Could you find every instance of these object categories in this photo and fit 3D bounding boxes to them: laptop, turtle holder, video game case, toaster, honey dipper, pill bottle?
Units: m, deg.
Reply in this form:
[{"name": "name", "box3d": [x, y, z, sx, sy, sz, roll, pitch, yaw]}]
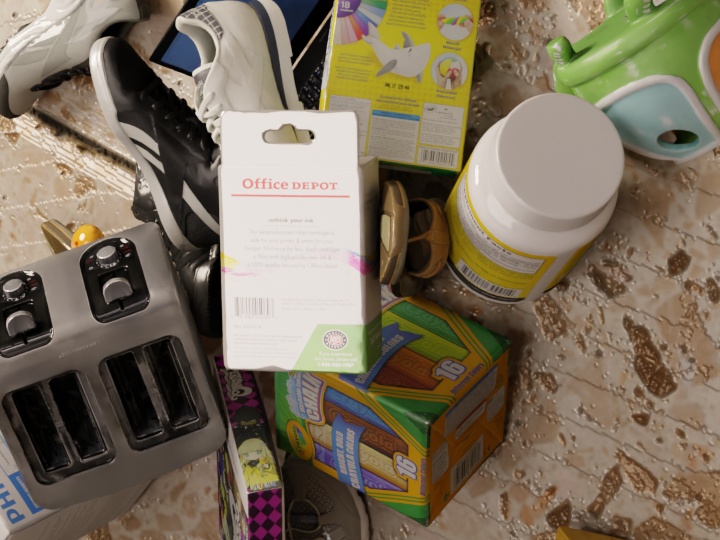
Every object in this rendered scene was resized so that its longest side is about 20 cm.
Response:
[{"name": "laptop", "box3d": [-0.040, -0.176, 1.710, 0.200, 0.103, 0.177, 47, 121, 16]}, {"name": "turtle holder", "box3d": [0.213, -0.143, 1.533, 0.185, 0.141, 0.132, -33, 99, 24]}, {"name": "video game case", "box3d": [-0.095, 0.203, 1.769, 0.182, 0.036, 0.201, -109, 16, -52]}, {"name": "toaster", "box3d": [-0.218, 0.086, 1.715, 0.180, 0.119, 0.201, -18, 125, -3]}, {"name": "honey dipper", "box3d": [0.000, 0.000, 1.762, 0.200, 0.038, 0.038, -33, 82, 35]}, {"name": "pill bottle", "box3d": [0.129, -0.054, 1.561, 0.115, 0.114, 0.200, 57, 164, 10]}]

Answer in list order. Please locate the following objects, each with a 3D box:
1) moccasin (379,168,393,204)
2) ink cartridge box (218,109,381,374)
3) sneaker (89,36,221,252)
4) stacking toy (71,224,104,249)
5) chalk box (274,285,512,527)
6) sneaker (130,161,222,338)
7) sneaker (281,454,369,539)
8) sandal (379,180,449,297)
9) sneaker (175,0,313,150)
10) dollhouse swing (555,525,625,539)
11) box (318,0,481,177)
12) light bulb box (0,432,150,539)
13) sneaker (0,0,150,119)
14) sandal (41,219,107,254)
[{"name": "moccasin", "box3d": [-0.031, -0.065, 1.714, 0.202, 0.077, 0.074, -58, 39, 35]}, {"name": "ink cartridge box", "box3d": [-0.045, -0.026, 1.591, 0.116, 0.067, 0.201, 2, 100, 12]}, {"name": "sneaker", "box3d": [-0.137, -0.118, 1.734, 0.111, 0.073, 0.201, -16, 114, 24]}, {"name": "stacking toy", "box3d": [-0.250, 0.032, 1.798, 0.116, 0.109, 0.201, 57, 141, 32]}, {"name": "chalk box", "box3d": [0.008, 0.092, 1.703, 0.199, 0.125, 0.124, 26, 137, 25]}, {"name": "sneaker", "box3d": [-0.157, -0.045, 1.843, 0.104, 0.060, 0.201, 8, 100, 32]}, {"name": "sneaker", "box3d": [-0.037, 0.257, 1.813, 0.074, 0.082, 0.201, -7, 96, 34]}, {"name": "sandal", "box3d": [0.044, -0.021, 1.611, 0.054, 0.200, 0.081, 0, 80, 6]}, {"name": "sneaker", "box3d": [-0.090, -0.118, 1.656, 0.076, 0.080, 0.201, -31, 73, 58]}, {"name": "dollhouse swing", "box3d": [0.243, 0.334, 1.677, 0.182, 0.175, 0.201, -127, 44, -63]}, {"name": "box", "box3d": [0.033, -0.181, 1.638, 0.117, 0.048, 0.201, 8, 86, -3]}, {"name": "light bulb box", "box3d": [-0.318, 0.157, 1.892, 0.198, 0.200, 0.125, 51, 134, 14]}, {"name": "sneaker", "box3d": [-0.265, -0.198, 1.871, 0.200, 0.074, 0.079, -42, 82, 32]}, {"name": "sandal", "box3d": [-0.220, -0.001, 1.876, 0.200, 0.054, 0.081, 21, 137, 48]}]
